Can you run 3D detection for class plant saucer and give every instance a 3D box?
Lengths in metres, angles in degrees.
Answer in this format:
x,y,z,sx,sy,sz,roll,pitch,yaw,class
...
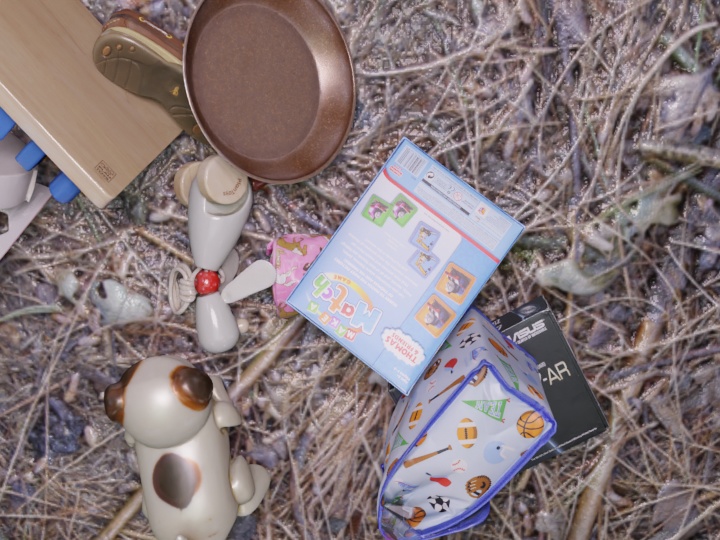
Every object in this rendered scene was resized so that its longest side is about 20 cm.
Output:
x,y,z,sx,sy,sz,roll,pitch,yaw,class
-0.091,-0.183,0.969,0.198,0.036,0.204,3,85,-39,plant saucer

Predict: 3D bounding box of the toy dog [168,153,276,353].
x,y,z,sx,sy,sz,roll,pitch,yaw,class
-0.130,-0.028,1.033,0.095,0.132,0.203,-7,118,-29,toy dog

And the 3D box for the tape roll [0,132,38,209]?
x,y,z,sx,sy,sz,roll,pitch,yaw,class
-0.405,-0.116,0.949,0.200,0.203,0.038,21,106,-7,tape roll

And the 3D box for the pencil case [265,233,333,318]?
x,y,z,sx,sy,sz,roll,pitch,yaw,class
0.000,0.000,1.048,0.196,0.087,0.084,-5,126,0,pencil case

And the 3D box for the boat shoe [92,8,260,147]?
x,y,z,sx,sy,sz,roll,pitch,yaw,class
-0.165,-0.187,0.993,0.199,0.068,0.072,33,133,-27,boat shoe

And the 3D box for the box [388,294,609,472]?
x,y,z,sx,sy,sz,roll,pitch,yaw,class
0.151,0.144,1.113,0.198,0.044,0.162,-27,105,8,box

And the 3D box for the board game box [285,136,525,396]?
x,y,z,sx,sy,sz,roll,pitch,yaw,class
0.044,-0.004,0.990,0.150,0.037,0.201,36,85,5,board game box

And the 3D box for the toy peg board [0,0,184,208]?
x,y,z,sx,sy,sz,roll,pitch,yaw,class
-0.292,-0.152,0.950,0.097,0.200,0.200,-36,105,26,toy peg board

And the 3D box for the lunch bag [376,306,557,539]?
x,y,z,sx,sy,sz,roll,pitch,yaw,class
0.092,0.165,1.009,0.123,0.170,0.200,40,102,-7,lunch bag

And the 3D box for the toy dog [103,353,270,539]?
x,y,z,sx,sy,sz,roll,pitch,yaw,class
-0.196,0.182,1.053,0.137,0.194,0.203,-6,114,14,toy dog

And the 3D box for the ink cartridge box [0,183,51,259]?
x,y,z,sx,sy,sz,roll,pitch,yaw,class
-0.414,-0.051,0.967,0.174,0.201,0.045,24,121,-7,ink cartridge box
